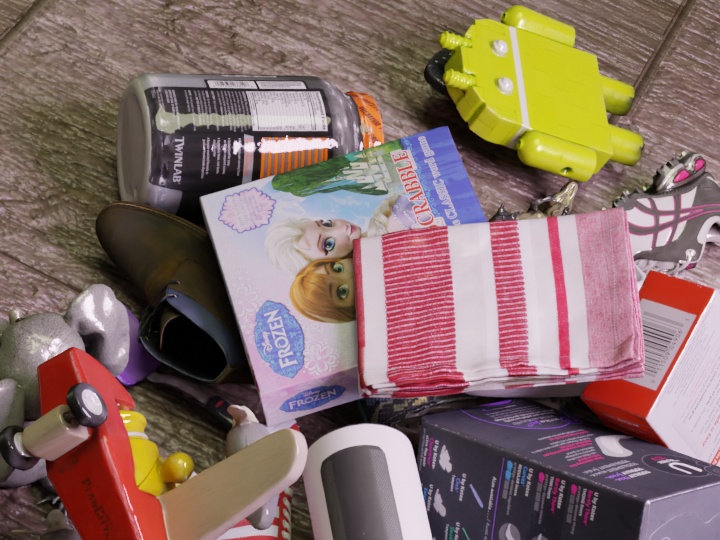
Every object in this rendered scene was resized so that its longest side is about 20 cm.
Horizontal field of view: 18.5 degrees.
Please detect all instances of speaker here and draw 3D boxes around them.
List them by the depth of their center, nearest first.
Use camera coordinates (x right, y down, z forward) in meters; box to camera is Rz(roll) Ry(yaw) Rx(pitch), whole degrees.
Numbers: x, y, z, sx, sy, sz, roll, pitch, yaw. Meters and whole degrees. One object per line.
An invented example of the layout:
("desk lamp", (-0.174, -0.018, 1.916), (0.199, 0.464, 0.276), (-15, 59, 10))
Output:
("speaker", (0.014, 0.205, 1.481), (0.081, 0.081, 0.200), (3, 48, -17))

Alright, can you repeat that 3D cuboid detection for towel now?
("towel", (0.095, 0.021, 1.548), (0.200, 0.023, 0.144), (-6, 51, 4))

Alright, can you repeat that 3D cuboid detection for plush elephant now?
("plush elephant", (-0.247, 0.077, 1.526), (0.200, 0.155, 0.165), (30, 44, 13))

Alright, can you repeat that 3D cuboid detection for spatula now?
("spatula", (-0.126, 0.093, 1.651), (0.200, 0.021, 0.057), (35, 41, 15))

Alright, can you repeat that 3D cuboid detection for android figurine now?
("android figurine", (0.155, -0.156, 1.930), (0.200, 0.041, 0.182), (18, 46, -23))

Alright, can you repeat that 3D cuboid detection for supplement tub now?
("supplement tub", (-0.090, -0.097, 1.783), (0.200, 0.123, 0.123), (0, 46, -20))

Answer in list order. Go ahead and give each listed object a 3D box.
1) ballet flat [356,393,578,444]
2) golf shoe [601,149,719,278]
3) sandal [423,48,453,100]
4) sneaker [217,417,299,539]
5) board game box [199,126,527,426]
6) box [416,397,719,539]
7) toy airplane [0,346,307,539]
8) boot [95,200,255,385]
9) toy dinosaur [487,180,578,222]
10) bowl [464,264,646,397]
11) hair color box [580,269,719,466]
("ballet flat", (0.091, 0.106, 1.691), (0.200, 0.074, 0.074), (-1, 46, -17))
("golf shoe", (0.243, -0.027, 1.863), (0.200, 0.077, 0.088), (-33, 80, -32))
("sandal", (0.130, -0.166, 1.991), (0.200, 0.048, 0.075), (-11, 53, -46))
("sneaker", (-0.060, 0.192, 1.537), (0.112, 0.071, 0.200), (23, 51, 11))
("board game box", (0.000, 0.000, 1.619), (0.199, 0.041, 0.200), (-17, 50, -5))
("box", (0.146, 0.170, 1.531), (0.200, 0.106, 0.122), (17, 16, 41))
("toy airplane", (-0.137, 0.166, 1.434), (0.200, 0.200, 0.141), (17, 10, 23))
("boot", (-0.140, 0.016, 1.662), (0.200, 0.075, 0.097), (38, 18, 16))
("toy dinosaur", (0.124, -0.032, 1.827), (0.200, 0.088, 0.048), (-21, 89, -32))
("bowl", (0.137, 0.021, 1.699), (0.200, 0.075, 0.200), (-3, 23, -13))
("hair color box", (0.247, 0.098, 1.617), (0.064, 0.200, 0.111), (18, 71, 40))
